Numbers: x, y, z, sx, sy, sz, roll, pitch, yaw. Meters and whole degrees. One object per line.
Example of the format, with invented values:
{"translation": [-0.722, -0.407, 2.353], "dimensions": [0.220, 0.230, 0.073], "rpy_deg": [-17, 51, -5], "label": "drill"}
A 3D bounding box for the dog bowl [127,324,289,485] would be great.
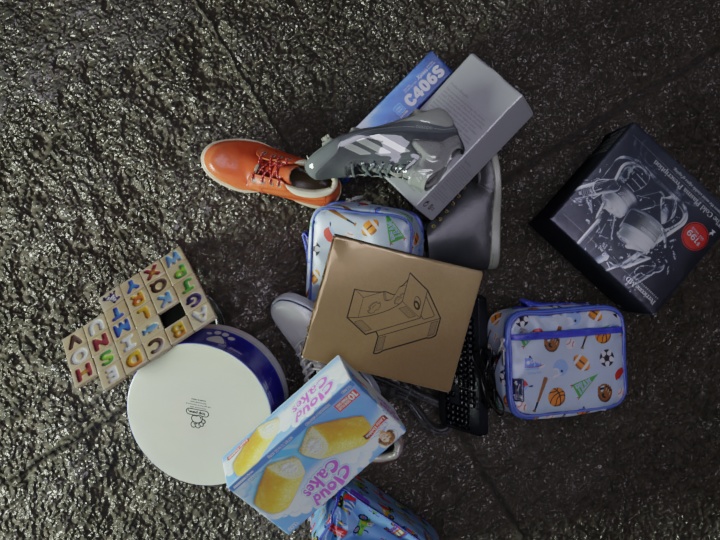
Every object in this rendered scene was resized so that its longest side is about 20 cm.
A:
{"translation": [-0.200, 0.177, 1.083], "dimensions": [0.200, 0.079, 0.200], "rpy_deg": [2, 103, 10], "label": "dog bowl"}

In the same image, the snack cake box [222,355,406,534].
{"translation": [-0.058, 0.216, 1.017], "dimensions": [0.200, 0.067, 0.115], "rpy_deg": [-42, 116, 3], "label": "snack cake box"}

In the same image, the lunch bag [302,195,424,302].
{"translation": [0.000, 0.000, 1.110], "dimensions": [0.160, 0.076, 0.200], "rpy_deg": [7, 103, 14], "label": "lunch bag"}

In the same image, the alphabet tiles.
{"translation": [-0.298, 0.067, 1.082], "dimensions": [0.200, 0.167, 0.008], "rpy_deg": [-33, 134, -5], "label": "alphabet tiles"}

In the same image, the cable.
{"translation": [0.049, 0.162, 1.162], "dimensions": [0.200, 0.050, 0.097], "rpy_deg": [21, 96, -14], "label": "cable"}

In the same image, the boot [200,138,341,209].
{"translation": [-0.121, -0.137, 1.113], "dimensions": [0.200, 0.107, 0.075], "rpy_deg": [14, 90, -4], "label": "boot"}

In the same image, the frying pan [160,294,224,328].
{"translation": [-0.267, 0.102, 1.133], "dimensions": [0.190, 0.031, 0.115], "rpy_deg": [-43, 94, 11], "label": "frying pan"}

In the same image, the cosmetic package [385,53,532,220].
{"translation": [0.123, -0.178, 1.109], "dimensions": [0.200, 0.071, 0.101], "rpy_deg": [-46, 64, 8], "label": "cosmetic package"}

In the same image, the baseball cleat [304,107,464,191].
{"translation": [0.033, -0.139, 1.038], "dimensions": [0.200, 0.070, 0.106], "rpy_deg": [-22, 70, -1], "label": "baseball cleat"}

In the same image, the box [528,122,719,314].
{"translation": [0.380, -0.069, 1.160], "dimensions": [0.200, 0.104, 0.182], "rpy_deg": [41, 87, -3], "label": "box"}

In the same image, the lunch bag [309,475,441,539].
{"translation": [0.041, 0.348, 1.099], "dimensions": [0.200, 0.151, 0.094], "rpy_deg": [23, 88, -4], "label": "lunch bag"}

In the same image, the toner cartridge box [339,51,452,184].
{"translation": [0.036, -0.208, 1.134], "dimensions": [0.043, 0.095, 0.200], "rpy_deg": [44, 85, -2], "label": "toner cartridge box"}

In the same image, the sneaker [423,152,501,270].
{"translation": [0.137, -0.099, 1.151], "dimensions": [0.106, 0.075, 0.200], "rpy_deg": [-3, 91, -7], "label": "sneaker"}

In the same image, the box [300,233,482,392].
{"translation": [0.040, 0.055, 1.048], "dimensions": [0.200, 0.021, 0.164], "rpy_deg": [14, 96, -10], "label": "box"}

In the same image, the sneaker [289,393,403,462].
{"translation": [-0.038, 0.216, 1.123], "dimensions": [0.200, 0.090, 0.075], "rpy_deg": [10, 88, -5], "label": "sneaker"}

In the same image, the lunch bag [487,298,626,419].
{"translation": [0.270, 0.119, 1.140], "dimensions": [0.200, 0.076, 0.160], "rpy_deg": [-2, 93, -19], "label": "lunch bag"}

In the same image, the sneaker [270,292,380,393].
{"translation": [-0.050, 0.116, 1.080], "dimensions": [0.200, 0.071, 0.073], "rpy_deg": [48, 122, -1], "label": "sneaker"}

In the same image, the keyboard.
{"translation": [0.138, 0.125, 1.096], "dimensions": [0.040, 0.104, 0.200], "rpy_deg": [-17, 108, -49], "label": "keyboard"}
